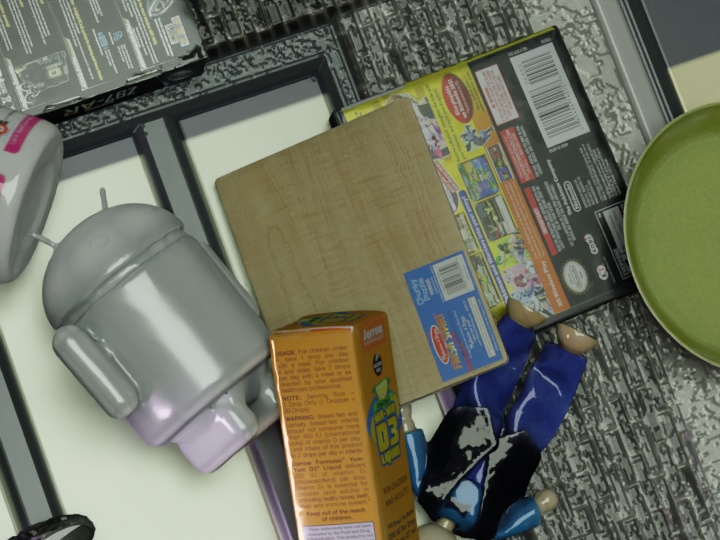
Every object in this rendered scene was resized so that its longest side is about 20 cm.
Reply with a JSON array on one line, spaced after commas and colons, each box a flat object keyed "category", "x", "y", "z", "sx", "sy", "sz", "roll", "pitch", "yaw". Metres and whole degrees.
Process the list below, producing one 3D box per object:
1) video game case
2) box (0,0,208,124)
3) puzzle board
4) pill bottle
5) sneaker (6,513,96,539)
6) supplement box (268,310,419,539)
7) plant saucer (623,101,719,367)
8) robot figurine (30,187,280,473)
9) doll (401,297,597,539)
[{"category": "video game case", "x": 0.097, "y": -0.052, "z": 1.739, "sx": 0.180, "sy": 0.026, "sz": 0.201, "roll": -22, "pitch": 85, "yaw": -13}, {"category": "box", "x": -0.215, "y": -0.210, "z": 1.708, "sx": 0.160, "sy": 0.044, "sz": 0.201, "roll": -20, "pitch": 83, "yaw": -13}, {"category": "puzzle board", "x": 0.000, "y": 0.000, "z": 1.689, "sx": 0.150, "sy": 0.017, "sz": 0.201, "roll": -22, "pitch": 78, "yaw": 7}, {"category": "pill bottle", "x": -0.309, "y": -0.073, "z": 1.624, "sx": 0.199, "sy": 0.113, "sz": 0.114, "roll": 18, "pitch": 77, "yaw": 4}, {"category": "sneaker", "x": -0.242, "y": 0.243, "z": 1.608, "sx": 0.079, "sy": 0.074, "sz": 0.200, "roll": 42, "pitch": 82, "yaw": -9}, {"category": "supplement box", "x": -0.008, "y": 0.130, "z": 1.630, "sx": 0.068, "sy": 0.067, "sz": 0.201, "roll": -8, "pitch": 97, "yaw": 23}, {"category": "plant saucer", "x": 0.274, "y": -0.021, "z": 1.747, "sx": 0.199, "sy": 0.031, "sz": 0.201, "roll": 4, "pitch": 77, "yaw": -17}, {"category": "robot figurine", "x": -0.136, "y": 0.037, "z": 1.637, "sx": 0.200, "sy": 0.113, "sz": 0.169, "roll": 51, "pitch": 37, "yaw": 3}, {"category": "doll", "x": 0.082, "y": 0.121, "z": 1.685, "sx": 0.136, "sy": 0.048, "sz": 0.201, "roll": 27, "pitch": 86, "yaw": -5}]
